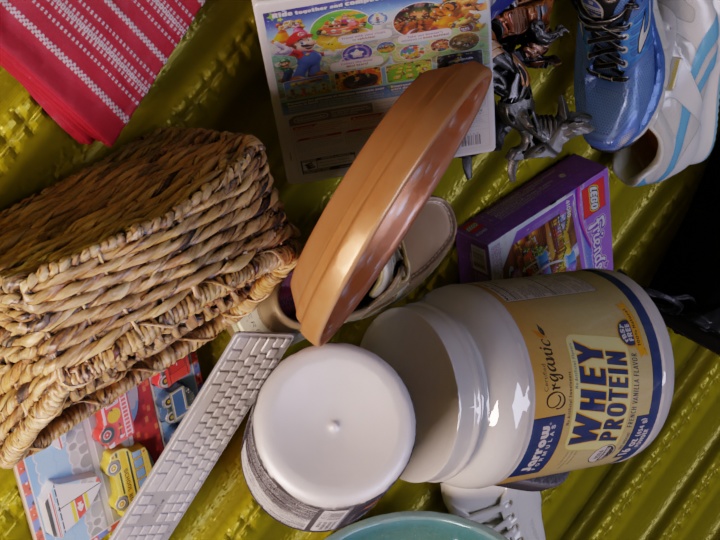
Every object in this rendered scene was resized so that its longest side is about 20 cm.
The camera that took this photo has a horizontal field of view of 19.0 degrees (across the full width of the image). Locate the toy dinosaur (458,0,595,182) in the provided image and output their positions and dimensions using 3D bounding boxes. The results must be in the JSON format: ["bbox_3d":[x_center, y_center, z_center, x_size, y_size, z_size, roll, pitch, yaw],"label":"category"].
[{"bbox_3d":[0.082,-0.140,1.501,0.199,0.102,0.136,-36,118,-7],"label":"toy dinosaur"}]

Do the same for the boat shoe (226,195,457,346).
[{"bbox_3d":[0.000,0.000,1.463,0.199,0.066,0.074,-32,98,-34],"label":"boat shoe"}]

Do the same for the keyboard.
[{"bbox_3d":[-0.110,0.119,1.415,0.056,0.011,0.201,-2,129,-56],"label":"keyboard"}]

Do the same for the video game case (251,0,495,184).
[{"bbox_3d":[0.013,-0.125,1.353,0.142,0.018,0.200,-9,150,0],"label":"video game case"}]

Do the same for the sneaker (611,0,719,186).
[{"bbox_3d":[0.229,-0.157,1.647,0.081,0.076,0.201,-29,127,-32],"label":"sneaker"}]

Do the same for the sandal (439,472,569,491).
[{"bbox_3d":[0.072,0.131,1.613,0.199,0.043,0.077,20,63,-32],"label":"sandal"}]

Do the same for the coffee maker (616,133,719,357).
[{"bbox_3d":[0.325,-0.035,1.761,0.192,0.134,0.201,32,81,-57],"label":"coffee maker"}]

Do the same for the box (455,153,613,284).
[{"bbox_3d":[0.140,0.027,1.671,0.136,0.039,0.201,-31,130,-33],"label":"box"}]

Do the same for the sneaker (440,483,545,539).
[{"bbox_3d":[0.119,0.217,1.697,0.072,0.085,0.200,-20,136,10],"label":"sneaker"}]

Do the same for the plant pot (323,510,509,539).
[{"bbox_3d":[0.044,0.321,1.613,0.200,0.200,0.197,-35,140,-30],"label":"plant pot"}]

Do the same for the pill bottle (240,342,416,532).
[{"bbox_3d":[-0.026,0.116,1.428,0.106,0.106,0.200,-53,178,-13],"label":"pill bottle"}]

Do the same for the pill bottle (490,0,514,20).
[{"bbox_3d":[0.085,-0.241,1.406,0.200,0.119,0.120,-43,136,-25],"label":"pill bottle"}]

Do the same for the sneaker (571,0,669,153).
[{"bbox_3d":[0.180,-0.185,1.568,0.089,0.078,0.202,-19,116,-55],"label":"sneaker"}]

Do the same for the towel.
[{"bbox_3d":[-0.142,-0.187,1.261,0.201,0.022,0.145,-58,138,-11],"label":"towel"}]

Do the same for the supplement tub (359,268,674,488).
[{"bbox_3d":[0.110,0.077,1.535,0.199,0.144,0.145,-7,115,-35],"label":"supplement tub"}]

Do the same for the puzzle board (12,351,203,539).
[{"bbox_3d":[-0.163,0.083,1.383,0.150,0.017,0.201,-34,131,-32],"label":"puzzle board"}]

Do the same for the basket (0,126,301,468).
[{"bbox_3d":[-0.128,0.022,1.269,0.199,0.142,0.150,-31,116,-34],"label":"basket"}]

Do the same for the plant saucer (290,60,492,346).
[{"bbox_3d":[0.014,-0.046,1.319,0.201,0.037,0.200,-58,175,-8],"label":"plant saucer"}]
